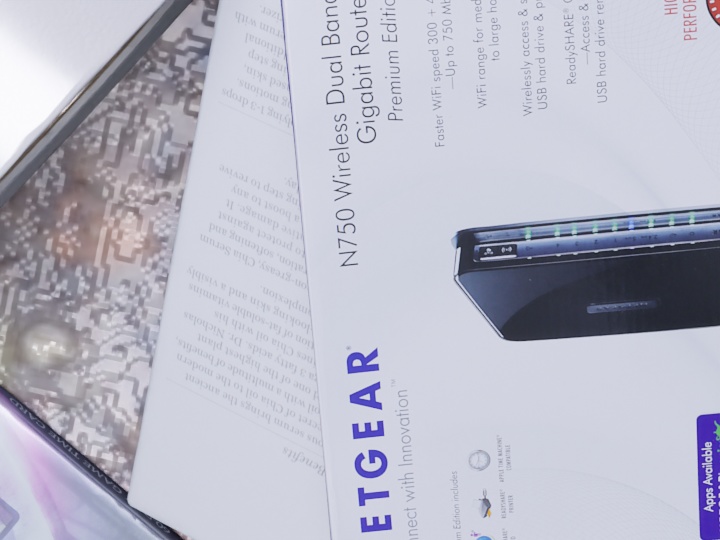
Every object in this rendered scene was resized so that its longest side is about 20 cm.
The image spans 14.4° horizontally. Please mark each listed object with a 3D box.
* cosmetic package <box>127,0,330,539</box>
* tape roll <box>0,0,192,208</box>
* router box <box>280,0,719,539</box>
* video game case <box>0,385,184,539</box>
[{"bbox_3d":[0.000,0.000,0.902,0.101,0.071,0.200,26,118,25],"label":"cosmetic package"},{"bbox_3d":[-0.139,-0.092,0.867,0.139,0.203,0.203,42,101,-4],"label":"tape roll"},{"bbox_3d":[0.073,-0.009,0.812,0.179,0.049,0.200,-6,115,-1],"label":"router box"},{"bbox_3d":[-0.138,0.121,1.002,0.200,0.019,0.143,41,101,-3],"label":"video game case"}]
